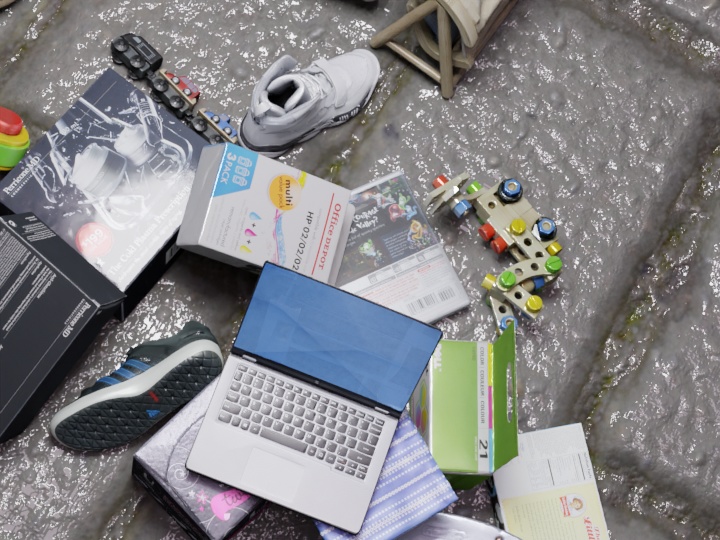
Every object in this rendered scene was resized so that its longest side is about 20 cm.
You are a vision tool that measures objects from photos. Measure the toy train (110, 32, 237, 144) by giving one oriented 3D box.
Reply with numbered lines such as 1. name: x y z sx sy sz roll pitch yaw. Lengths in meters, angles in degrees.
1. toy train: -0.214 -0.206 1.579 0.200 0.034 0.046 45 58 7

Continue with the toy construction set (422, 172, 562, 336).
1. toy construction set: 0.158 -0.034 1.560 0.131 0.092 0.200 -36 92 -18

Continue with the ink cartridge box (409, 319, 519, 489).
1. ink cartridge box: 0.107 0.142 1.429 0.076 0.200 0.148 4 71 -8

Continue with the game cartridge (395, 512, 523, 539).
1. game cartridge: 0.083 0.326 1.434 0.199 0.040 0.134 9 76 6

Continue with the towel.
1. towel: -0.007 0.182 1.374 0.145 0.024 0.200 -27 79 -18

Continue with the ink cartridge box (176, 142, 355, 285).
1. ink cartridge box: -0.086 -0.051 1.461 0.200 0.068 0.115 19 80 -29

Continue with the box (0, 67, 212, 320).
1. box: -0.271 -0.084 1.490 0.182 0.104 0.200 36 70 5

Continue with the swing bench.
1. swing bench: 0.126 -0.347 1.592 0.130 0.200 0.199 34 70 2

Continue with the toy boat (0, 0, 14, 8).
1. toy boat: -0.458 -0.399 1.546 0.130 0.131 0.200 -34 80 -18

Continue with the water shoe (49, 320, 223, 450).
1. water shoe: -0.241 0.126 1.454 0.200 0.072 0.079 -26 35 -2

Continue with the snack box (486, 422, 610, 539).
1. snack box: 0.210 0.278 1.489 0.116 0.037 0.200 -8 74 -10

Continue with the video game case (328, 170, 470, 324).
1. video game case: 0.000 0.000 1.553 0.200 0.023 0.182 -24 78 -15

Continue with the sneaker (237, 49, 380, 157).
1. sneaker: -0.052 -0.210 1.562 0.200 0.115 0.075 -34 81 -18

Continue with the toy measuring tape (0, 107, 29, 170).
1. toy measuring tape: -0.396 -0.124 1.469 0.073 0.074 0.200 -7 35 -12

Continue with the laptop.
1. laptop: -0.047 0.127 1.314 0.187 0.116 0.200 22 72 -3

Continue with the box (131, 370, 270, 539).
1. box: -0.126 0.183 1.422 0.132 0.115 0.200 45 71 7

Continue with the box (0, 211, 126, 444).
1. box: -0.362 0.061 1.393 0.141 0.079 0.200 42 104 7
